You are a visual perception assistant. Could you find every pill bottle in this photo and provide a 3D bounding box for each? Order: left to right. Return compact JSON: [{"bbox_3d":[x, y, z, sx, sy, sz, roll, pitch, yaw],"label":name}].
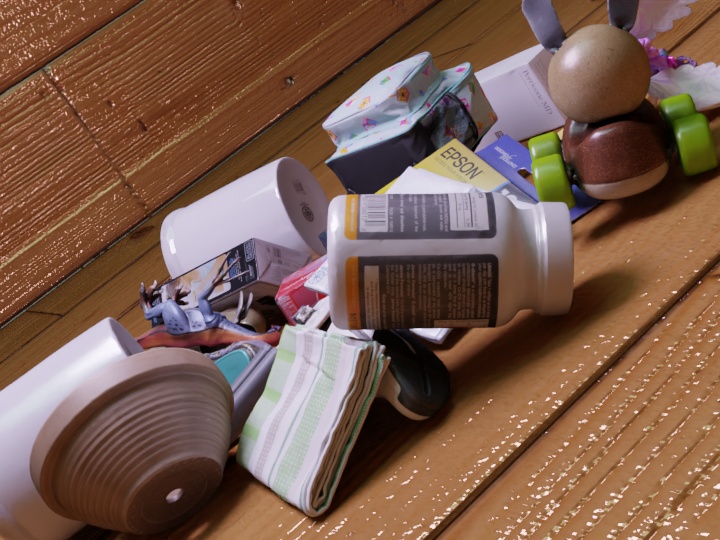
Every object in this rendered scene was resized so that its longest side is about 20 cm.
[{"bbox_3d":[0.073,-0.008,0.965,0.199,0.117,0.116,-1,18,2],"label":"pill bottle"}]

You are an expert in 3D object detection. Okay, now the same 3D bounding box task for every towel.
[{"bbox_3d":[-0.052,0.121,0.997,0.200,0.031,0.150,8,73,65],"label":"towel"}]

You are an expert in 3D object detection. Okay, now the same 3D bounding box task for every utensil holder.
[{"bbox_3d":[-0.294,0.171,1.189,0.200,0.170,0.170,-36,14,-4],"label":"utensil holder"},{"bbox_3d":[-0.153,-0.047,1.630,0.200,0.170,0.170,-25,17,23],"label":"utensil holder"}]

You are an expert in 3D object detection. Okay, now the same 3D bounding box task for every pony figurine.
[{"bbox_3d":[0.297,-0.215,1.218,0.192,0.167,0.200,-22,-11,-6],"label":"pony figurine"}]

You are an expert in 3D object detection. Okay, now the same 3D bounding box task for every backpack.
[{"bbox_3d":[0.066,-0.178,1.413,0.176,0.154,0.200,-20,12,47],"label":"backpack"}]

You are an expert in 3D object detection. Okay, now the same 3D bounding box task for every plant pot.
[{"bbox_3d":[-0.193,0.176,1.057,0.201,0.201,0.093,-36,55,-8],"label":"plant pot"}]

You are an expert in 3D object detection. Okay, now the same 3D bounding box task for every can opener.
[{"bbox_3d":[-0.084,0.107,1.208,0.200,0.066,0.053,-47,17,-13],"label":"can opener"}]

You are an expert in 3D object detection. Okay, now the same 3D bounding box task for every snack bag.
[{"bbox_3d":[0.064,-0.020,1.145,0.189,0.021,0.200,-47,42,-18],"label":"snack bag"}]

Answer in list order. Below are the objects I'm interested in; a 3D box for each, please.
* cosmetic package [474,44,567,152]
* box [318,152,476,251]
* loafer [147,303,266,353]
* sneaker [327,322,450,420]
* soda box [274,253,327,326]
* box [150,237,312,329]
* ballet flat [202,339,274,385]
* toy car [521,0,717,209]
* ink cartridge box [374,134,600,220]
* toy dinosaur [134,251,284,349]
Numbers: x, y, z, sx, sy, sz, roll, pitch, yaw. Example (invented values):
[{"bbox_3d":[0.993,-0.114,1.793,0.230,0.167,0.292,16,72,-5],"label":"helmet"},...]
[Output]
[{"bbox_3d":[0.199,-0.229,1.566,0.074,0.102,0.200,-45,16,-34],"label":"cosmetic package"},{"bbox_3d":[0.056,-0.079,1.492,0.200,0.051,0.158,-37,14,-15],"label":"box"},{"bbox_3d":[-0.205,0.107,1.421,0.200,0.076,0.067,-36,8,-7],"label":"loafer"},{"bbox_3d":[0.008,0.106,1.019,0.116,0.076,0.201,-59,25,12],"label":"sneaker"},{"bbox_3d":[0.000,0.000,1.340,0.200,0.064,0.070,-29,15,16],"label":"soda box"},{"bbox_3d":[-0.169,0.031,1.503,0.200,0.060,0.116,-24,-25,32],"label":"box"},{"bbox_3d":[-0.157,0.123,1.316,0.200,0.072,0.072,-19,21,45],"label":"ballet flat"},{"bbox_3d":[0.225,-0.178,1.077,0.164,0.201,0.158,-15,19,12],"label":"toy car"},{"bbox_3d":[0.116,-0.068,1.212,0.200,0.047,0.198,-37,36,-4],"label":"ink cartridge box"},{"bbox_3d":[-0.177,0.073,1.363,0.181,0.105,0.200,35,95,35],"label":"toy dinosaur"}]
